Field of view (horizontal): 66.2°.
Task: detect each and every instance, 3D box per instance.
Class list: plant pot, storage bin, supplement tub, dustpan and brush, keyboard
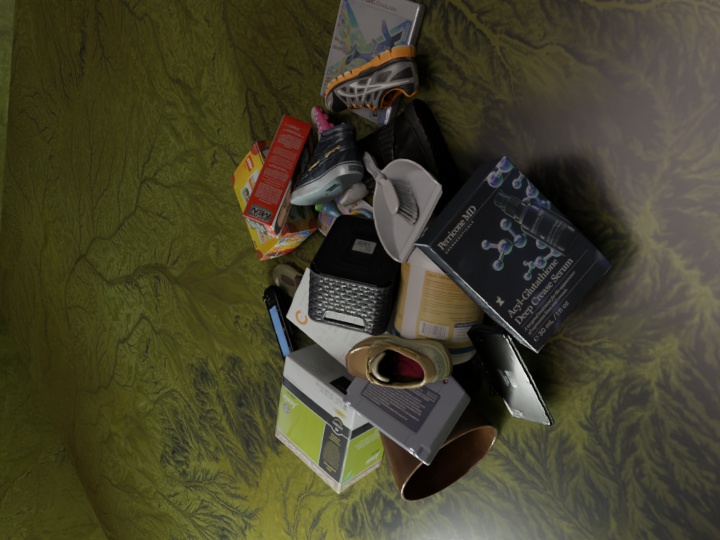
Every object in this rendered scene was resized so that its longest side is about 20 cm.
[{"bbox_3d":[0.099,0.243,0.939,0.201,0.183,0.189,55,131,37],"label":"plant pot"},{"bbox_3d":[0.000,0.000,0.919,0.132,0.201,0.096,12,125,8],"label":"storage bin"},{"bbox_3d":[0.130,0.027,0.867,0.143,0.143,0.205,22,113,37],"label":"supplement tub"},{"bbox_3d":[0.046,-0.127,0.856,0.141,0.056,0.202,-63,27,31],"label":"dustpan and brush"},{"bbox_3d":[0.223,0.148,0.834,0.103,0.040,0.202,3,132,49],"label":"keyboard"}]

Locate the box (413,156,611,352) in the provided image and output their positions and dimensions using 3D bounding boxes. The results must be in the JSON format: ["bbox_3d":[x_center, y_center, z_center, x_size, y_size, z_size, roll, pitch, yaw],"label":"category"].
[{"bbox_3d":[0.196,-0.022,0.731,0.199,0.107,0.149,42,91,-5],"label":"box"}]

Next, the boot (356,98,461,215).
[{"bbox_3d":[0.075,-0.157,0.921,0.156,0.078,0.216,-30,68,36],"label":"boot"}]

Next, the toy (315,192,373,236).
[{"bbox_3d":[-0.018,-0.076,1.050,0.199,0.047,0.117,42,126,29],"label":"toy"}]

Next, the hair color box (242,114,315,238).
[{"bbox_3d":[-0.148,-0.172,1.031,0.060,0.102,0.204,21,82,2],"label":"hair color box"}]

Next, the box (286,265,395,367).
[{"bbox_3d":[-0.022,0.084,1.025,0.199,0.097,0.126,37,123,14],"label":"box"}]

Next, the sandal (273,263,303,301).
[{"bbox_3d":[-0.127,0.043,1.171,0.198,0.057,0.082,20,112,39],"label":"sandal"}]

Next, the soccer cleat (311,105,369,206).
[{"bbox_3d":[-0.053,-0.212,1.028,0.086,0.070,0.202,-36,74,17],"label":"soccer cleat"}]

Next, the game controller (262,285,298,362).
[{"bbox_3d":[-0.172,0.134,1.229,0.104,0.041,0.205,143,109,-73],"label":"game controller"}]

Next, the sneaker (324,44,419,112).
[{"bbox_3d":[0.016,-0.301,0.924,0.197,0.078,0.079,-13,99,44],"label":"sneaker"}]

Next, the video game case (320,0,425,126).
[{"bbox_3d":[0.014,-0.380,0.972,0.181,0.022,0.204,35,121,33],"label":"video game case"}]

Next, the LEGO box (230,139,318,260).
[{"bbox_3d":[-0.185,-0.146,1.159,0.148,0.076,0.204,-32,77,50],"label":"LEGO box"}]

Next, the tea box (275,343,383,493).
[{"bbox_3d":[-0.053,0.282,1.101,0.198,0.132,0.201,29,117,35],"label":"tea box"}]

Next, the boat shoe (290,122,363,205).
[{"bbox_3d":[-0.062,-0.180,0.969,0.198,0.070,0.093,-18,74,51],"label":"boat shoe"}]

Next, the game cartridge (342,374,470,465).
[{"bbox_3d":[0.071,0.194,0.859,0.198,0.041,0.134,23,73,49],"label":"game cartridge"}]

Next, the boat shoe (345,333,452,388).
[{"bbox_3d":[0.041,0.137,0.828,0.197,0.066,0.076,-11,91,44],"label":"boat shoe"}]
